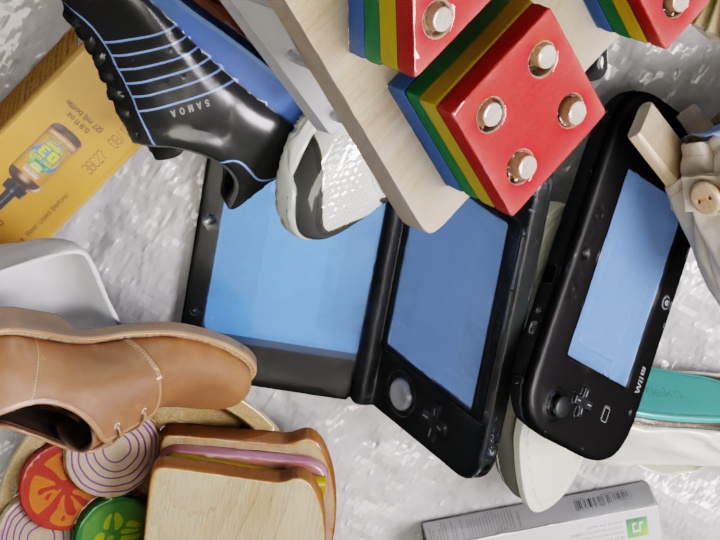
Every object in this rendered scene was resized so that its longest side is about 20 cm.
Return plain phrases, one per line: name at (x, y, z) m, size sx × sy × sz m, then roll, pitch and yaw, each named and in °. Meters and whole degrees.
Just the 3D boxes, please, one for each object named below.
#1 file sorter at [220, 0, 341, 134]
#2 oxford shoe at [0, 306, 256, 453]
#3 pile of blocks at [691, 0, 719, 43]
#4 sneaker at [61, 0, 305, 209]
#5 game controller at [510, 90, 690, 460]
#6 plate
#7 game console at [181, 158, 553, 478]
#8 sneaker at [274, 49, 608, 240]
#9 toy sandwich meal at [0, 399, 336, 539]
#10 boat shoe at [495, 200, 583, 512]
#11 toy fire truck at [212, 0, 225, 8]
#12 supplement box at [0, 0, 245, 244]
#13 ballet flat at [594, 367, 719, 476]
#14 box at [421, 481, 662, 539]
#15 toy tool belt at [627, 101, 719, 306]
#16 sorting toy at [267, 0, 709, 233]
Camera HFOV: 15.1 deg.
file sorter at (0.010, -0.168, 1.301) m, size 0.139 × 0.124 × 0.200 m, roll -50°, pitch 131°, yaw -15°
oxford shoe at (-0.139, 0.069, 1.493) m, size 0.199 × 0.072 × 0.071 m, roll 4°, pitch 150°, yaw -38°
pile of blocks at (0.218, -0.148, 1.477) m, size 0.199 × 0.062 × 0.083 m, roll 18°, pitch 75°, yaw -10°
sneaker at (-0.112, -0.111, 1.407) m, size 0.200 × 0.070 × 0.078 m, roll 37°, pitch 98°, yaw -19°
game controller at (0.143, 0.003, 1.517) m, size 0.104 × 0.042 × 0.201 m, roll 26°, pitch 80°, yaw -39°
plate at (-0.230, 0.040, 1.502) m, size 0.199 × 0.032 × 0.200 m, roll -16°, pitch 158°, yaw 1°
game console at (0.000, 0.000, 1.518) m, size 0.116 × 0.176 × 0.201 m, roll -7°, pitch 119°, yaw -34°
sneaker at (0.044, -0.081, 1.419) m, size 0.200 × 0.088 × 0.076 m, roll -43°, pitch 145°, yaw -11°
toy sandwich meal at (-0.114, 0.154, 1.591) m, size 0.204 × 0.070 × 0.206 m, roll -3°, pitch 116°, yaw -7°
boat shoe at (0.095, 0.045, 1.574) m, size 0.072 × 0.060 × 0.203 m, roll -31°, pitch 130°, yaw -40°
toy fire truck at (-0.066, -0.197, 1.374) m, size 0.199 × 0.129 × 0.177 m, roll -20°, pitch 118°, yaw -23°
supplement box at (-0.153, -0.087, 1.487) m, size 0.066 × 0.069 × 0.200 m, roll 42°, pitch 102°, yaw -19°
ballet flat at (0.221, 0.096, 1.609) m, size 0.199 × 0.070 × 0.070 m, roll 6°, pitch 113°, yaw -19°
box at (0.122, 0.235, 1.676) m, size 0.143 × 0.036 × 0.201 m, roll -10°, pitch 113°, yaw -1°
toy tool belt at (0.240, -0.074, 1.497) m, size 0.123 × 0.200 × 0.125 m, roll 55°, pitch 144°, yaw 4°
sorting toy at (0.066, -0.145, 1.225) m, size 0.200 × 0.069 × 0.199 m, roll -47°, pitch 131°, yaw -17°
